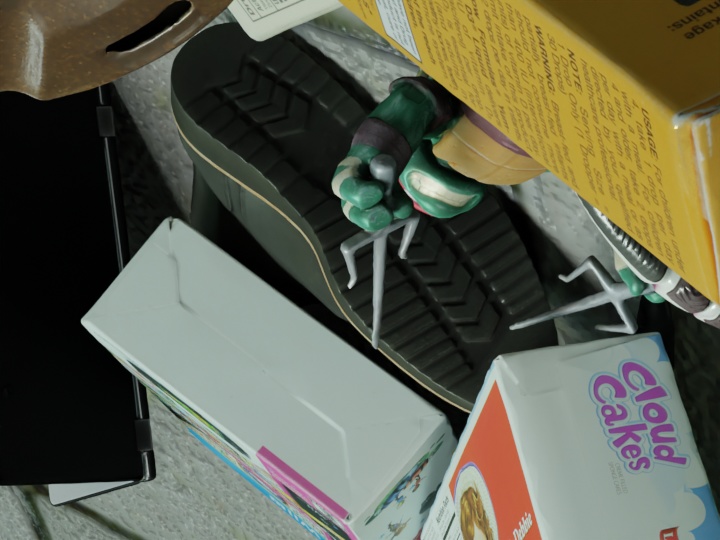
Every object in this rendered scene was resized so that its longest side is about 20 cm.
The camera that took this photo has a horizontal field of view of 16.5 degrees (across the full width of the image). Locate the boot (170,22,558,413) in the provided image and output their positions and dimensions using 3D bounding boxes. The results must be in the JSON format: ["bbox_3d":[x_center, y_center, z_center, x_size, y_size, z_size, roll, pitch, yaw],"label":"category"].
[{"bbox_3d":[0.000,0.000,1.034,0.200,0.077,0.138,50,160,19],"label":"boot"}]

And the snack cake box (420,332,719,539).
[{"bbox_3d":[0.080,0.117,0.958,0.200,0.067,0.115,106,153,-65],"label":"snack cake box"}]

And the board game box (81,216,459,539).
[{"bbox_3d":[-0.025,0.067,1.086,0.147,0.064,0.200,37,173,18],"label":"board game box"}]

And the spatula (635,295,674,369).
[{"bbox_3d":[0.111,0.079,1.005,0.057,0.021,0.200,-107,15,-46],"label":"spatula"}]

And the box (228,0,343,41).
[{"bbox_3d":[0.011,-0.149,0.802,0.095,0.078,0.200,54,151,-15],"label":"box"}]

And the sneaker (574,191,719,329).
[{"bbox_3d":[0.129,-0.010,0.774,0.200,0.076,0.116,29,178,-17],"label":"sneaker"}]

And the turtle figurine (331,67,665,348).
[{"bbox_3d":[0.056,-0.046,0.834,0.200,0.150,0.101,-45,51,51],"label":"turtle figurine"}]

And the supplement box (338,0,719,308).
[{"bbox_3d":[0.053,-0.072,0.632,0.200,0.066,0.069,44,157,47],"label":"supplement box"}]

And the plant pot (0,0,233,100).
[{"bbox_3d":[-0.117,-0.169,0.738,0.200,0.200,0.198,102,157,-57],"label":"plant pot"}]

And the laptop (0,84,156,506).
[{"bbox_3d":[-0.165,0.010,1.127,0.200,0.116,0.188,-22,74,61],"label":"laptop"}]
